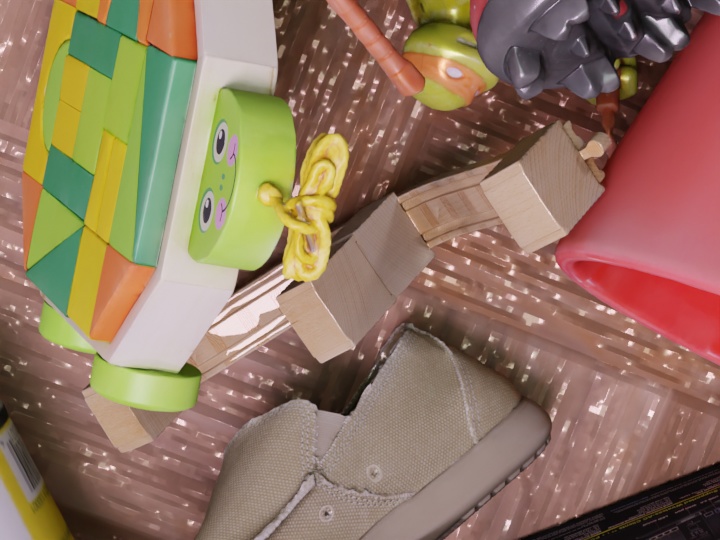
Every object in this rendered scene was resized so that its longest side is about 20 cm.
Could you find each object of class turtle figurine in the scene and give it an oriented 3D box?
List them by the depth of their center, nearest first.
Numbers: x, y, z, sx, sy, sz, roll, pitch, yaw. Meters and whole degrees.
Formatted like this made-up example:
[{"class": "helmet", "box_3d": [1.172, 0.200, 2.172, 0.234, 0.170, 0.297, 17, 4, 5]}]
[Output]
[{"class": "turtle figurine", "box_3d": [0.045, -0.111, 0.754, 0.064, 0.200, 0.162, 10, 78, 37]}]

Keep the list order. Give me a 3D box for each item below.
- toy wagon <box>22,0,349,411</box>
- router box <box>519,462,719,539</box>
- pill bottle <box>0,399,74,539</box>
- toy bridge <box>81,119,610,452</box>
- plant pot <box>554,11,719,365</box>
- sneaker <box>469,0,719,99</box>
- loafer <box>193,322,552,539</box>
[{"class": "toy wagon", "box_3d": [-0.055, -0.040, 0.712, 0.039, 0.200, 0.156, 8, 99, -21]}, {"class": "router box", "box_3d": [0.084, 0.126, 0.768, 0.199, 0.150, 0.062, -21, 100, 1]}, {"class": "pill bottle", "box_3d": [-0.128, 0.138, 0.780, 0.114, 0.114, 0.201, -26, 99, 2]}, {"class": "toy bridge", "box_3d": [0.000, 0.000, 0.760, 0.200, 0.067, 0.027, -27, 102, 37]}, {"class": "plant pot", "box_3d": [0.182, -0.042, 0.733, 0.200, 0.200, 0.178, 26, 85, -6]}, {"class": "sneaker", "box_3d": [0.089, -0.139, 0.693, 0.098, 0.071, 0.201, 38, 85, 26]}, {"class": "loafer", "box_3d": [-0.025, 0.084, 0.770, 0.200, 0.076, 0.068, -34, 79, -37]}]
